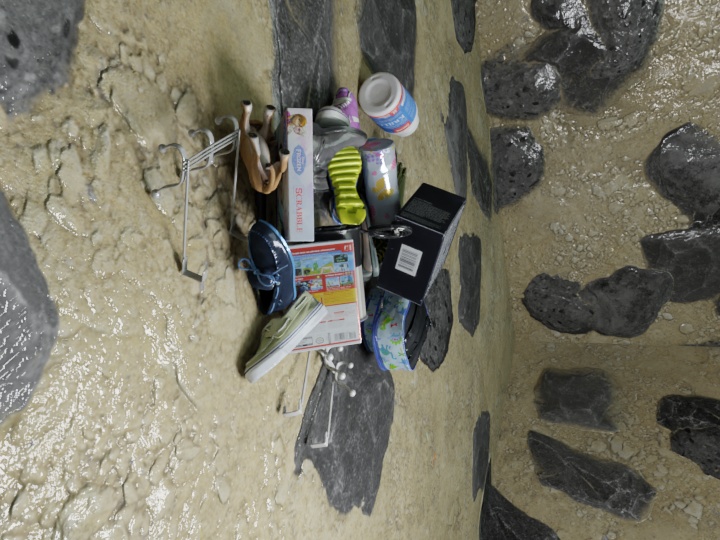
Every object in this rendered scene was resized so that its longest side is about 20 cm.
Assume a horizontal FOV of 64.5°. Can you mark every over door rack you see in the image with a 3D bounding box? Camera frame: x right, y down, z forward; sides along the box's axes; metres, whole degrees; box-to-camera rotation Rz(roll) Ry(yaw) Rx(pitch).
[{"bbox_3d":[-0.068,0.231,1.128,0.148,0.066,0.200,64,33,-43],"label":"over door rack"},{"bbox_3d":[-0.224,-0.105,0.813,0.148,0.066,0.200,-56,152,-54],"label":"over door rack"}]

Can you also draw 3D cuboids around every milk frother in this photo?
[{"bbox_3d":[0.000,0.000,1.146,0.180,0.199,0.189,-28,115,-65],"label":"milk frother"}]

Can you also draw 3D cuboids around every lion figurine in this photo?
[{"bbox_3d":[-0.153,-0.173,0.865,0.123,0.072,0.200,109,-22,-43],"label":"lion figurine"}]

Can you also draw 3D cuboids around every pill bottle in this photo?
[{"bbox_3d":[0.082,-0.415,1.462,0.200,0.112,0.113,16,75,-65],"label":"pill bottle"}]

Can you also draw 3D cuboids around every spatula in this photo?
[{"bbox_3d":[-0.164,-0.058,0.991,0.056,0.020,0.201,-27,113,-60],"label":"spatula"}]

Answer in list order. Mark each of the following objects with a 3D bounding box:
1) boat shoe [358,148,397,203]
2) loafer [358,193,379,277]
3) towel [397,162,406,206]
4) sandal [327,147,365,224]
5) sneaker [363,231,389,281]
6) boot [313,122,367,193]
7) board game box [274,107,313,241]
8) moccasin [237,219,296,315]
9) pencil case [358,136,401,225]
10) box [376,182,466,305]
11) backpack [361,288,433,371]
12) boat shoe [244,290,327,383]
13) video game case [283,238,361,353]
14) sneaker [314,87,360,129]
[{"bbox_3d":[0.045,-0.256,1.421,0.061,0.072,0.202,61,38,-54],"label":"boat shoe"},{"bbox_3d":[-0.004,-0.080,1.310,0.072,0.063,0.201,102,-23,-76],"label":"loafer"},{"bbox_3d":[0.089,-0.171,1.510,0.149,0.036,0.200,-68,164,-53],"label":"towel"},{"bbox_3d":[-0.039,-0.180,1.244,0.087,0.079,0.201,133,-44,-69],"label":"sandal"},{"bbox_3d":[0.043,-0.056,1.393,0.075,0.084,0.200,66,33,-41],"label":"sneaker"},{"bbox_3d":[-0.071,-0.217,1.123,0.200,0.070,0.132,-6,97,-38],"label":"boot"},{"bbox_3d":[-0.113,-0.147,0.947,0.199,0.041,0.201,-172,-100,-76],"label":"board game box"},{"bbox_3d":[-0.146,0.008,0.922,0.068,0.080,0.200,-42,145,-27],"label":"moccasin"},{"bbox_3d":[0.048,-0.201,1.308,0.091,0.083,0.200,-91,173,-60],"label":"pencil case"},{"bbox_3d":[0.141,-0.065,1.325,0.198,0.123,0.200,-50,159,-52],"label":"box"},{"bbox_3d":[0.084,0.143,1.402,0.200,0.147,0.183,-71,151,-45],"label":"backpack"},{"bbox_3d":[-0.138,0.112,0.989,0.062,0.072,0.200,46,49,-2],"label":"boat shoe"},{"bbox_3d":[-0.075,0.048,1.064,0.017,0.143,0.201,-147,-128,-74],"label":"video game case"},{"bbox_3d":[-0.051,-0.341,1.215,0.200,0.072,0.115,3,83,-77],"label":"sneaker"}]
